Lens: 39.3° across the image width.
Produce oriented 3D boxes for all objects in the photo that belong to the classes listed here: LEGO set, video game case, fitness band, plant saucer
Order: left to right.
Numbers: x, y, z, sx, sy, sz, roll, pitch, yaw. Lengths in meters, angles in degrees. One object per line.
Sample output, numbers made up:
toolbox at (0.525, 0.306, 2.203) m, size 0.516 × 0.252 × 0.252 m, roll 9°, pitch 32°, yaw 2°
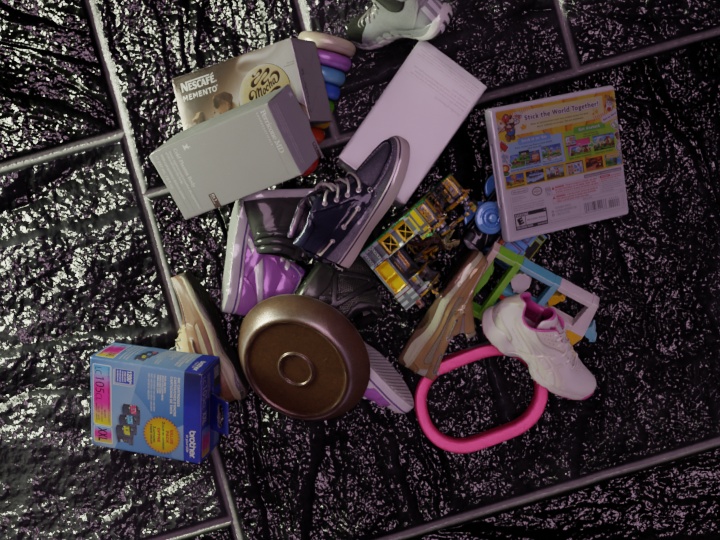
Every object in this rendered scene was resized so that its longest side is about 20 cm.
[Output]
plant saucer at (-0.085, 0.130, 1.398) m, size 0.198 × 0.035 × 0.202 m, roll 8°, pitch 118°, yaw 16°
LEGO set at (0.098, -0.034, 1.373) m, size 0.153 × 0.200 × 0.116 m, roll -40°, pitch 93°, yaw 19°
fitness band at (0.176, 0.184, 1.471) m, size 0.198 × 0.037 × 0.145 m, roll -20°, pitch 91°, yaw 0°
video game case at (0.275, -0.149, 1.401) m, size 0.198 × 0.023 × 0.184 m, roll -13°, pitch 101°, yaw -17°

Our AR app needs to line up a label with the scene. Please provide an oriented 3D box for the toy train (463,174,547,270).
toy train at (0.234, -0.097, 1.449) m, size 0.114 × 0.087 × 0.201 m, roll 38°, pitch 87°, yaw -11°

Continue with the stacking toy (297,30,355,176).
stacking toy at (-0.066, -0.233, 1.441) m, size 0.084 × 0.085 × 0.203 m, roll 12°, pitch 95°, yaw -2°

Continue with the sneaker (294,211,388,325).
sneaker at (0.000, 0.000, 1.431) m, size 0.114 × 0.076 × 0.200 m, roll 38°, pitch 64°, yaw -9°

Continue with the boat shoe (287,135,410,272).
boat shoe at (-0.017, -0.098, 1.319) m, size 0.092 × 0.075 × 0.201 m, roll 22°, pitch 102°, yaw -32°

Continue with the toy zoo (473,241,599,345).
toy zoo at (0.248, 0.052, 1.437) m, size 0.198 × 0.021 × 0.132 m, roll 28°, pitch 134°, yaw -2°

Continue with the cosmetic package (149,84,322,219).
cosmetic package at (-0.163, -0.154, 1.329) m, size 0.198 × 0.090 × 0.108 m, roll -19°, pitch 109°, yaw 30°

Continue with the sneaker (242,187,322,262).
sneaker at (-0.065, -0.064, 1.396) m, size 0.198 × 0.071 × 0.101 m, roll -5°, pitch 92°, yaw -19°

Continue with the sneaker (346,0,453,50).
sneaker at (0.027, -0.368, 1.374) m, size 0.115 × 0.199 × 0.076 m, roll 39°, pitch 69°, yaw -35°

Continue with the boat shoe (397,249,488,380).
boat shoe at (0.132, 0.066, 1.415) m, size 0.076 × 0.072 × 0.201 m, roll 33°, pitch 113°, yaw 3°

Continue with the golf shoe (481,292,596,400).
golf shoe at (0.265, 0.107, 1.414) m, size 0.199 × 0.076 × 0.092 m, roll 36°, pitch 130°, yaw -12°

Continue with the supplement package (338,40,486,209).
supplement package at (0.069, -0.202, 1.423) m, size 0.117 × 0.117 × 0.201 m, roll 35°, pitch 89°, yaw -2°

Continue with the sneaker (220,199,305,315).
sneaker at (-0.132, -0.035, 1.442) m, size 0.113 × 0.073 × 0.203 m, roll 7°, pitch 91°, yaw -15°

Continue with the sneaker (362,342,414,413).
sneaker at (-0.023, 0.159, 1.457) m, size 0.200 × 0.073 × 0.114 m, roll 40°, pitch 108°, yaw -6°

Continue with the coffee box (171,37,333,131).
coffee box at (-0.151, -0.237, 1.396) m, size 0.198 × 0.080 × 0.114 m, roll -12°, pitch 92°, yaw 24°

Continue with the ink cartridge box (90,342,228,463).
ink cartridge box at (-0.270, 0.184, 1.400) m, size 0.197 × 0.076 × 0.138 m, roll 6°, pitch 106°, yaw 11°

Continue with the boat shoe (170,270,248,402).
boat shoe at (-0.229, 0.102, 1.439) m, size 0.073 × 0.076 × 0.202 m, roll -24°, pitch 91°, yaw 4°
